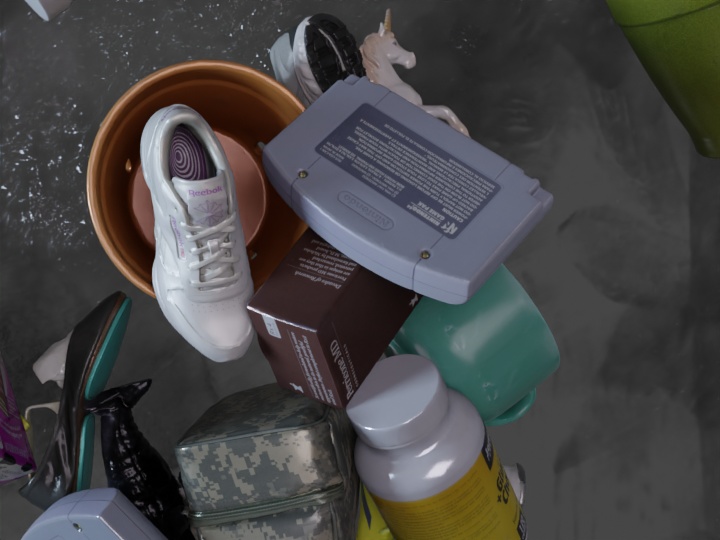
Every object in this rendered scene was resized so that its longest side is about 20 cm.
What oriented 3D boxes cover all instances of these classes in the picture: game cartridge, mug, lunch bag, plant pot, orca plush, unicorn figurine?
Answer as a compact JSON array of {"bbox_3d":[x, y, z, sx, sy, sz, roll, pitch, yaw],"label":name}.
[{"bbox_3d":[-0.210,0.244,0.973,0.133,0.200,0.042,51,49,-5],"label":"game cartridge"},{"bbox_3d":[0.095,0.074,1.060,0.114,0.152,0.186,-36,96,-10],"label":"mug"},{"bbox_3d":[-0.064,0.192,0.994,0.138,0.200,0.170,-14,96,6],"label":"lunch bag"},{"bbox_3d":[0.029,-0.063,0.909,0.199,0.042,0.133,34,65,20],"label":"game cartridge"},{"bbox_3d":[-0.133,-0.066,1.015,0.198,0.140,0.202,0,88,-13],"label":"plant pot"},{"bbox_3d":[-0.163,0.192,1.017,0.105,0.071,0.202,-16,101,-48],"label":"orca plush"},{"bbox_3d":[0.032,-0.127,1.086,0.137,0.074,0.201,32,88,0],"label":"unicorn figurine"},{"bbox_3d":[0.347,-0.217,1.117,0.199,0.200,0.194,-29,107,-12],"label":"plant pot"}]

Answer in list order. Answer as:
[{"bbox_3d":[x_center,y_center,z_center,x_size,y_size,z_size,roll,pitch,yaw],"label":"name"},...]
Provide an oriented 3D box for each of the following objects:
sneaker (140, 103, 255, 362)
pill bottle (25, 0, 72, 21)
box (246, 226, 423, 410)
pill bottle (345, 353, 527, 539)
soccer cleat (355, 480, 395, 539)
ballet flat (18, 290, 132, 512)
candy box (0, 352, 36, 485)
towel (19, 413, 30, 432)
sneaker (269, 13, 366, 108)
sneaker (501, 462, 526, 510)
[{"bbox_3d":[-0.124,-0.027,0.895,0.074,0.100,0.202,-15,94,-15],"label":"sneaker"},{"bbox_3d":[-0.216,-0.307,1.015,0.200,0.112,0.113,-41,98,-10],"label":"pill bottle"},{"bbox_3d":[0.000,0.000,0.961,0.200,0.074,0.101,-53,145,-29],"label":"box"},{"bbox_3d":[0.061,0.168,0.985,0.112,0.112,0.201,-34,126,-11],"label":"pill bottle"},{"bbox_3d":[0.027,0.230,1.076,0.064,0.084,0.202,11,86,-12],"label":"soccer cleat"},{"bbox_3d":[-0.253,0.111,1.025,0.068,0.068,0.202,13,86,0],"label":"ballet flat"},{"bbox_3d":[-0.326,0.070,0.945,0.060,0.136,0.202,-20,79,-8],"label":"candy box"},{"bbox_3d":[-0.375,0.178,1.003,0.086,0.018,0.200,41,80,15],"label":"towel"},{"bbox_3d":[-0.025,-0.120,1.044,0.074,0.079,0.202,-22,101,-40],"label":"sneaker"},{"bbox_3d":[0.095,0.270,1.109,0.086,0.075,0.202,14,85,8],"label":"sneaker"}]
